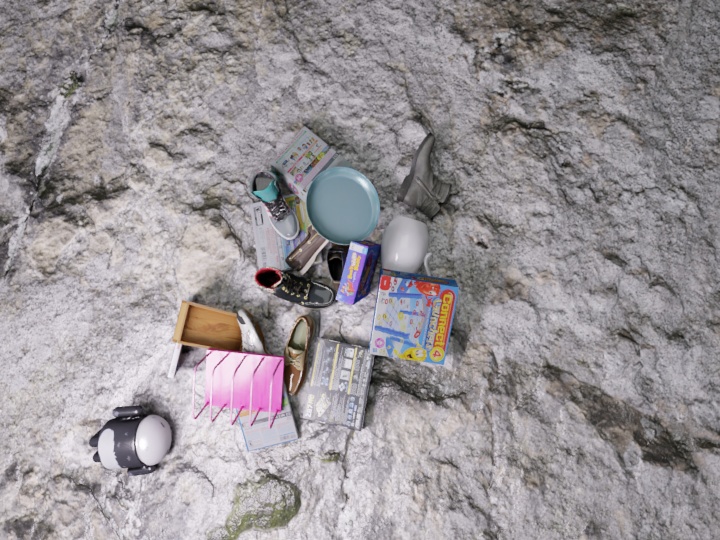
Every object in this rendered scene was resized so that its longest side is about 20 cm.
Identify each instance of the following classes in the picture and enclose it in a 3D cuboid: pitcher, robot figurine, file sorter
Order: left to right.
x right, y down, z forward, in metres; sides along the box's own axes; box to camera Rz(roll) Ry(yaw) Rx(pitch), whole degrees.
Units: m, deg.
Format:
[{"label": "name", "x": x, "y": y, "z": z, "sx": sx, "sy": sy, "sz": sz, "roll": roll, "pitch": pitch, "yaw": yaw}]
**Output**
[{"label": "robot figurine", "x": -0.580, "y": 0.434, "z": 1.334, "sx": 0.192, "sy": 0.153, "sz": 0.128, "roll": -7, "pitch": 50, "yaw": 6}, {"label": "file sorter", "x": -0.290, "y": 0.283, "z": 1.246, "sx": 0.192, "sy": 0.126, "sz": 0.145, "roll": 5, "pitch": 99, "yaw": 1}, {"label": "pitcher", "x": 0.126, "y": -0.022, "z": 1.330, "sx": 0.165, "sy": 0.121, "sz": 0.208, "roll": 15, "pitch": 92, "yaw": 5}]

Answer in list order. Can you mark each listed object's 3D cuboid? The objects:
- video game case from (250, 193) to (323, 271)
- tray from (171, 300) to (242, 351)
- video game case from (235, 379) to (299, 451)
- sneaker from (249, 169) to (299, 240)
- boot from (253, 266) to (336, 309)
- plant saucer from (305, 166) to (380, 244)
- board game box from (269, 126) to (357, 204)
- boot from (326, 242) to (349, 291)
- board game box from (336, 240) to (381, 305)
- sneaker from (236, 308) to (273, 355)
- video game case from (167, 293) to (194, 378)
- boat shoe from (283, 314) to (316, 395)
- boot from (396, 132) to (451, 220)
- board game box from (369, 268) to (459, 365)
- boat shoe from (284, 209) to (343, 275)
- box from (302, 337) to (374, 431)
[{"label": "video game case", "x": -0.202, "y": -0.101, "z": 1.427, "sx": 0.175, "sy": 0.022, "sz": 0.208, "roll": -12, "pitch": 79, "yaw": 5}, {"label": "tray", "x": -0.369, "y": 0.149, "z": 1.328, "sx": 0.036, "sy": 0.197, "sz": 0.102, "roll": 3, "pitch": 77, "yaw": 45}, {"label": "video game case", "x": -0.246, "y": 0.346, "z": 1.327, "sx": 0.138, "sy": 0.018, "sz": 0.208, "roll": -13, "pitch": 99, "yaw": 5}, {"label": "sneaker", "x": -0.227, "y": -0.182, "z": 1.371, "sx": 0.082, "sy": 0.121, "sz": 0.204, "roll": -31, "pitch": 78, "yaw": 0}, {"label": "boot", "x": -0.166, "y": 0.046, "z": 1.330, "sx": 0.196, "sy": 0.154, "sz": 0.076, "roll": 14, "pitch": 82, "yaw": 9}, {"label": "plant saucer", "x": -0.045, "y": -0.162, "z": 1.340, "sx": 0.192, "sy": 0.027, "sz": 0.208, "roll": 3, "pitch": 76, "yaw": -13}, {"label": "board game box", "x": -0.124, "y": -0.265, "z": 1.411, "sx": 0.199, "sy": 0.065, "sz": 0.148, "roll": 40, "pitch": 75, "yaw": 9}, {"label": "boot", "x": -0.048, "y": -0.050, "z": 1.361, "sx": 0.072, "sy": 0.097, "sz": 0.209, "roll": -2, "pitch": 81, "yaw": 6}, {"label": "board game box", "x": 0.000, "y": 0.000, "z": 1.282, "sx": 0.043, "sy": 0.200, "sz": 0.139, "roll": 17, "pitch": 96, "yaw": 10}, {"label": "sneaker", "x": -0.282, "y": 0.202, "z": 1.341, "sx": 0.085, "sy": 0.076, "sz": 0.206, "roll": -25, "pitch": 93, "yaw": 1}, {"label": "video game case", "x": -0.460, "y": 0.166, "z": 1.355, "sx": 0.017, "sy": 0.143, "sz": 0.208, "roll": 13, "pitch": 82, "yaw": -15}, {"label": "boat shoe", "x": -0.168, "y": 0.213, "z": 1.344, "sx": 0.073, "sy": 0.074, "sz": 0.208, "roll": 9, "pitch": 82, "yaw": 8}, {"label": "boot", "x": 0.188, "y": -0.247, "z": 1.390, "sx": 0.127, "sy": 0.068, "sz": 0.206, "roll": 25, "pitch": 92, "yaw": 5}, {"label": "board game box", "x": 0.127, "y": 0.114, "z": 1.282, "sx": 0.188, "sy": 0.056, "sz": 0.208, "roll": 8, "pitch": 105, "yaw": -1}, {"label": "boat shoe", "x": -0.118, "y": -0.086, "z": 1.361, "sx": 0.059, "sy": 0.072, "sz": 0.202, "roll": 37, "pitch": 89, "yaw": -19}, {"label": "box", "x": -0.052, "y": 0.287, "z": 1.332, "sx": 0.155, "sy": 0.049, "sz": 0.208, "roll": 9, "pitch": 82, "yaw": 6}]
